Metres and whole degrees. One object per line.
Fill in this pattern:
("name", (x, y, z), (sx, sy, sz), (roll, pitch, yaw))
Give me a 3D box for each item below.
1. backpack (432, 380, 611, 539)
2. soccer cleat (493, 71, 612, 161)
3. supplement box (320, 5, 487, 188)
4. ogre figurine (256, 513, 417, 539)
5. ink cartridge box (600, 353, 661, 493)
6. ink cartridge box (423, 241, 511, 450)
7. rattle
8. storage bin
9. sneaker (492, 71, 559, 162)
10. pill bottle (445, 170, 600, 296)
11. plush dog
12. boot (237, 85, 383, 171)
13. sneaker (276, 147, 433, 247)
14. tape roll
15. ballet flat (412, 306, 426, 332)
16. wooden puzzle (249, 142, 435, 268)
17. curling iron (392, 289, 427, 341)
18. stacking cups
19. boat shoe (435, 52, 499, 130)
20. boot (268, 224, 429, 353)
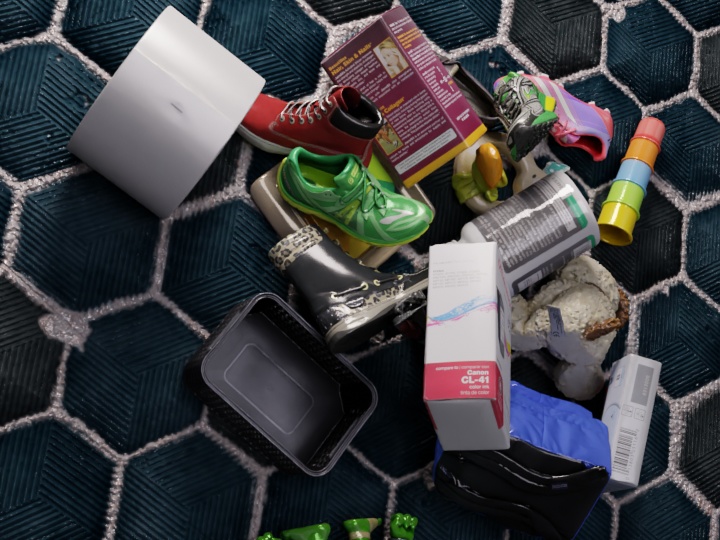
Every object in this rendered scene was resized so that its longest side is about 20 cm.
("backpack", (0.192, 0.231, 1.340), (0.198, 0.163, 0.168), (17, 31, -3))
("soccer cleat", (0.277, -0.220, 1.509), (0.199, 0.067, 0.077), (18, 64, -24))
("supplement box", (0.058, -0.226, 1.378), (0.201, 0.110, 0.086), (55, 32, -6))
("ogre figurine", (-0.024, 0.361, 1.263), (0.199, 0.098, 0.121), (4, 67, -34))
("ink cartridge box", (0.325, 0.207, 1.392), (0.047, 0.200, 0.161), (16, 74, -3))
("ink cartridge box", (0.126, 0.088, 1.223), (0.085, 0.148, 0.201), (-2, 59, 15))
("rattle", (0.234, -0.139, 1.442), (0.198, 0.143, 0.131), (11, 59, -15))
("storage bin", (-0.096, 0.139, 1.271), (0.200, 0.094, 0.135), (43, 68, -10))
("sneaker", (0.204, -0.204, 1.383), (0.085, 0.200, 0.078), (39, 111, -8))
("pill bottle", (0.203, -0.034, 1.389), (0.199, 0.113, 0.114), (-30, 94, -1))
("plush dog", (0.294, 0.049, 1.441), (0.199, 0.160, 0.172), (36, 45, -14))
("boot", (-0.070, -0.197, 1.294), (0.199, 0.145, 0.073), (25, 60, 2))
("sneaker", (-0.008, -0.090, 1.284), (0.198, 0.084, 0.074), (20, 58, 1))
("tape roll", (-0.221, -0.178, 1.214), (0.139, 0.202, 0.204), (37, 69, -14))
("ballet flat", (0.130, 0.088, 1.394), (0.200, 0.062, 0.068), (44, 68, -11))
("wooden puzzle", (-0.017, -0.089, 1.375), (0.200, 0.037, 0.186), (-39, 98, -24))
("curling iron", (0.067, 0.066, 1.297), (0.049, 0.200, 0.026), (-37, 72, -3))
("stacking cups", (0.396, -0.137, 1.552), (0.060, 0.060, 0.201), (29, 69, -16))
("boat shoe", (0.112, -0.261, 1.445), (0.199, 0.065, 0.072), (37, 69, -13))
("boot", (0.000, -0.001, 1.301), (0.203, 0.074, 0.154), (-27, 68, -37))
